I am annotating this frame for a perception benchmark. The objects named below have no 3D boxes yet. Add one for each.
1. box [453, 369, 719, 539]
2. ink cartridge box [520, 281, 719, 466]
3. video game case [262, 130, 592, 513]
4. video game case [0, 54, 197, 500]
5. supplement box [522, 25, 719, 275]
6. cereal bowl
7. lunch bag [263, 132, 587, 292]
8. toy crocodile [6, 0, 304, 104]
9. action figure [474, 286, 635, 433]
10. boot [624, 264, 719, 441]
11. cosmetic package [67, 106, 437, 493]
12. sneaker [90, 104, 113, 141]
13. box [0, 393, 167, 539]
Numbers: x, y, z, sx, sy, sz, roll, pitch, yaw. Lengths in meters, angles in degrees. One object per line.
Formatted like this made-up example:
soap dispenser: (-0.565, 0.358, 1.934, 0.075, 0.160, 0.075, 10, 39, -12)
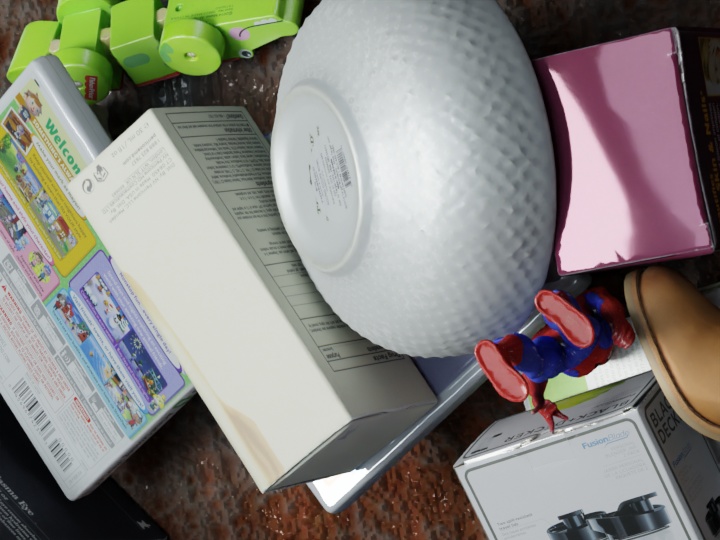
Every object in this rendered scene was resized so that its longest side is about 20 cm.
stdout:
box: (0.146, 0.160, 1.512, 0.116, 0.060, 0.201, -22, 101, 32)
ink cartridge box: (0.197, 0.081, 1.556, 0.199, 0.076, 0.149, -17, 87, 30)
video game case: (0.000, 0.000, 1.588, 0.200, 0.023, 0.182, -44, 74, 21)
video game case: (-0.169, 0.007, 1.669, 0.200, 0.022, 0.182, 57, 134, 10)
supplement box: (0.165, -0.062, 1.489, 0.085, 0.200, 0.111, -10, 89, 26)
cereal bowl: (0.012, -0.052, 1.469, 0.200, 0.083, 0.201, 28, 123, 57)
lunch bag: (0.017, -0.020, 1.637, 0.199, 0.082, 0.162, -15, 84, 26)
toy crocodile: (-0.120, -0.136, 1.710, 0.199, 0.062, 0.068, -12, 53, 22)
action figure: (0.102, 0.039, 1.452, 0.065, 0.200, 0.052, -45, 83, 9)
boot: (0.239, 0.039, 1.448, 0.155, 0.074, 0.200, -44, 83, 24)
cosmetic package: (-0.057, 0.013, 1.549, 0.071, 0.105, 0.200, -40, 73, 24)
sneaker: (-0.129, -0.016, 1.714, 0.200, 0.075, 0.077, 44, 112, 16)
box: (-0.249, 0.141, 1.727, 0.200, 0.182, 0.104, 43, 111, 18)
